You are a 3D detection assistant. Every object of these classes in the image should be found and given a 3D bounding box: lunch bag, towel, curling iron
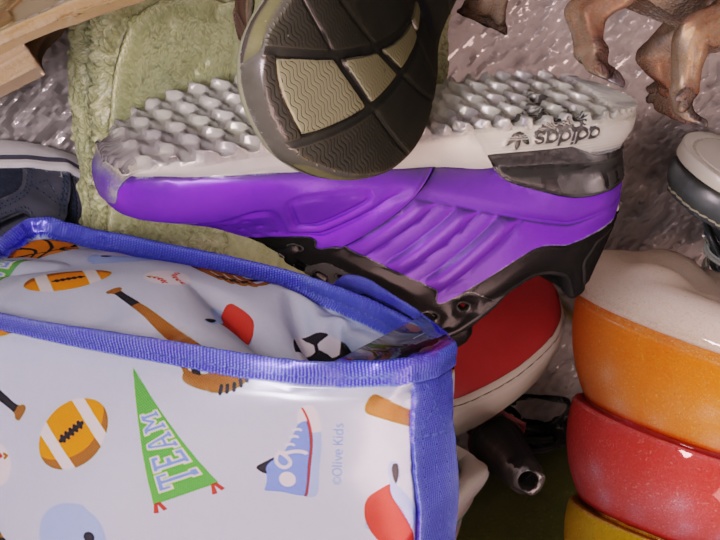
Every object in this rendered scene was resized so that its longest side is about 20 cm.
[{"bbox_3d":[-0.056,0.084,0.967,0.124,0.200,0.170,-24,119,-54],"label":"lunch bag"},{"bbox_3d":[-0.035,-0.017,1.077,0.148,0.036,0.200,-6,101,-25],"label":"towel"},{"bbox_3d":[0.066,0.070,1.230,0.050,0.026,0.200,-1,-177,3],"label":"curling iron"}]

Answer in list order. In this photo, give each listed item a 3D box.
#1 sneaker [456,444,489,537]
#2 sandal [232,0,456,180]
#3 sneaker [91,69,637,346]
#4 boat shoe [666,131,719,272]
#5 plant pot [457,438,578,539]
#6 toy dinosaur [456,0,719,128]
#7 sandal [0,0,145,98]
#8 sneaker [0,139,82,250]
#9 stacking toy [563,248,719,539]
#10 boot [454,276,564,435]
[{"bbox_3d":[-0.025,0.095,1.135,0.200,0.070,0.080,-3,131,-56],"label":"sneaker"},{"bbox_3d":[-0.009,-0.088,0.995,0.057,0.201,0.080,-10,114,18],"label":"sandal"},{"bbox_3d":[0.003,-0.013,1.039,0.200,0.070,0.100,-3,112,-21],"label":"sneaker"},{"bbox_3d":[0.186,-0.005,1.301,0.062,0.073,0.200,-51,145,12],"label":"boat shoe"},{"bbox_3d":[0.072,0.165,1.327,0.200,0.187,0.187,-47,144,-10],"label":"plant pot"},{"bbox_3d":[0.121,-0.131,1.108,0.200,0.086,0.136,23,95,-30],"label":"toy dinosaur"},{"bbox_3d":[-0.077,-0.125,0.976,0.212,0.078,0.070,-29,108,11],"label":"sandal"},{"bbox_3d":[-0.162,0.005,1.037,0.200,0.079,0.078,-4,131,-37],"label":"sneaker"},{"bbox_3d":[0.132,0.100,1.227,0.146,0.146,0.200,9,102,-43],"label":"stacking toy"},{"bbox_3d":[0.000,0.000,1.167,0.200,0.072,0.144,-13,133,-25],"label":"boot"}]
